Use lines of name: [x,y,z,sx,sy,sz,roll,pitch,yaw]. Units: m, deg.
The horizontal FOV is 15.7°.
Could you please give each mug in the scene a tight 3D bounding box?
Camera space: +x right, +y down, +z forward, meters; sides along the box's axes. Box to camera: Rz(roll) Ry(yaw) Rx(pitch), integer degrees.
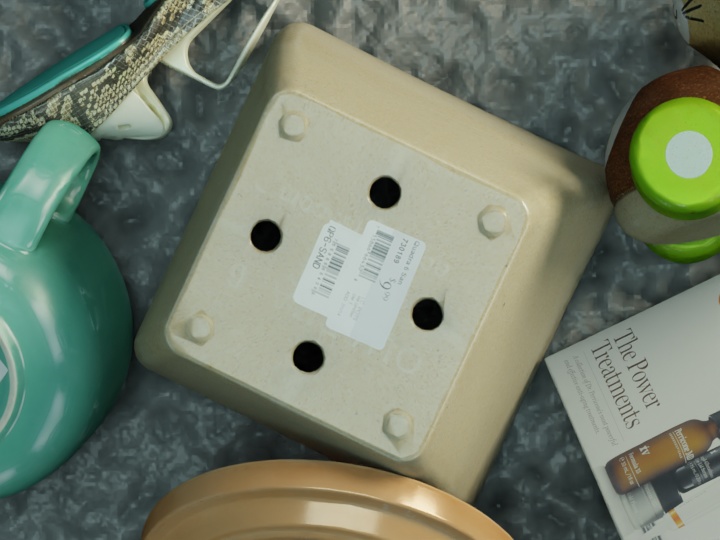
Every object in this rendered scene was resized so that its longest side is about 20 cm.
mug: [-0.201,0.025,1.315,0.151,0.114,0.186,-5,102,10]

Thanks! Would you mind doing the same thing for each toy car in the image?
toy car: [0.182,-0.122,1.281,0.157,0.164,0.201,-14,80,5]

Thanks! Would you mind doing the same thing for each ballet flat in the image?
ballet flat: [-0.101,-0.116,1.351,0.200,0.068,0.075,-42,103,2]

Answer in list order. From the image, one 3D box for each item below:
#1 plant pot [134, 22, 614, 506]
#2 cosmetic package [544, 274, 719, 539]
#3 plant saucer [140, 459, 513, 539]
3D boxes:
plant pot: [0.000,0.000,1.283,0.199,0.177,0.201,26,93,5]
cosmetic package: [0.187,0.083,1.263,0.150,0.200,0.052,-25,126,3]
plant saucer: [-0.013,0.161,1.287,0.199,0.201,0.032,7,54,5]
